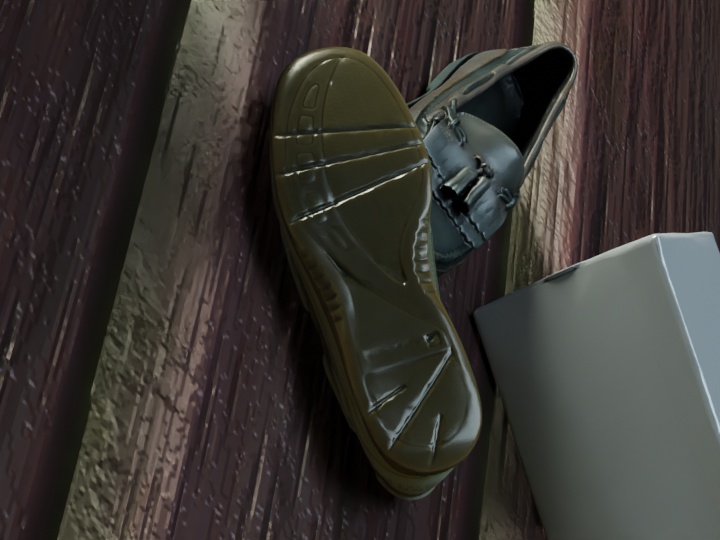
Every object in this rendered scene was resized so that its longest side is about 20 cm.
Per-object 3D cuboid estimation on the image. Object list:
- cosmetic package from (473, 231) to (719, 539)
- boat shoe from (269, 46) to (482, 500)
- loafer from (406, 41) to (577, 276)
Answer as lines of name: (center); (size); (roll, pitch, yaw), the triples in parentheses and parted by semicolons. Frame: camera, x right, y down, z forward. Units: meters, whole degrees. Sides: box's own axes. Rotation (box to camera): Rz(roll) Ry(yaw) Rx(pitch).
cosmetic package: (0.144, 0.092, 1.197); (0.081, 0.112, 0.202); (1, 71, -58)
boat shoe: (0.003, 0.000, 1.086); (0.073, 0.063, 0.202); (-14, 73, -15)
loafer: (0.057, -0.064, 1.210); (0.072, 0.063, 0.200); (56, 30, -17)
